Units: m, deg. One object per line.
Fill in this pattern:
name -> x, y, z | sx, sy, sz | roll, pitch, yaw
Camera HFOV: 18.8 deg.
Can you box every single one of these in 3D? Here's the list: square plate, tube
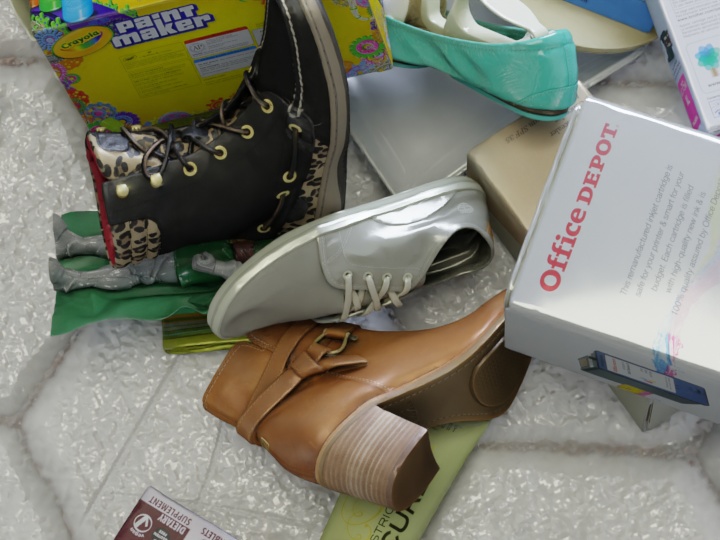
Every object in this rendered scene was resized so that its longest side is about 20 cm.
square plate -> 0.056, -0.166, 1.468 | 0.198, 0.028, 0.200 | -34, 71, -7
tube -> 0.007, 0.159, 1.346 | 0.058, 0.052, 0.200 | 37, 65, -19

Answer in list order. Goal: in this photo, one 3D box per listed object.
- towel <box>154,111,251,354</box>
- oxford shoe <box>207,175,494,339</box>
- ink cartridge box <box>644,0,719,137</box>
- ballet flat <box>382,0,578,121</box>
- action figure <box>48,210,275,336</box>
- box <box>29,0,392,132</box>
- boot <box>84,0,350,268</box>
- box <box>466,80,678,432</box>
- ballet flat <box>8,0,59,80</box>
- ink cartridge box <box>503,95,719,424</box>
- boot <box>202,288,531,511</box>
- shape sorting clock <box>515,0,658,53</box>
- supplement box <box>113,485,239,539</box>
towel -> -0.095, -0.043, 1.442 | 0.086, 0.018, 0.201 | -7, 70, 1
oxford shoe -> 0.000, 0.000, 1.339 | 0.199, 0.075, 0.058 | -21, 63, -21
ink cartridge box -> 0.242, -0.191, 1.401 | 0.119, 0.042, 0.201 | -17, 79, -5
ballet flat -> 0.057, -0.156, 1.386 | 0.200, 0.067, 0.071 | 22, 116, 33
action figure -> -0.097, -0.012, 1.390 | 0.199, 0.055, 0.118 | -4, 46, -1
box -> -0.098, -0.213, 1.367 | 0.199, 0.122, 0.193 | -13, 59, 7
boot -> -0.086, -0.082, 1.290 | 0.150, 0.200, 0.073 | -13, 51, -12
box -> 0.160, -0.009, 1.376 | 0.095, 0.078, 0.200 | -34, 71, -9
ballet flat -> -0.191, -0.166, 1.475 | 0.074, 0.074, 0.200 | -31, 68, -7
ink cartridge box -> 0.199, 0.002, 1.281 | 0.199, 0.088, 0.146 | 19, 71, 9
boot -> 0.011, 0.057, 1.366 | 0.155, 0.077, 0.200 | 23, 57, 30
shape sorting clock -> 0.135, -0.231, 1.447 | 0.199, 0.039, 0.201 | 13, 56, -20
supplement box -> -0.135, 0.246, 1.319 | 0.109, 0.061, 0.200 | 29, 76, 13
